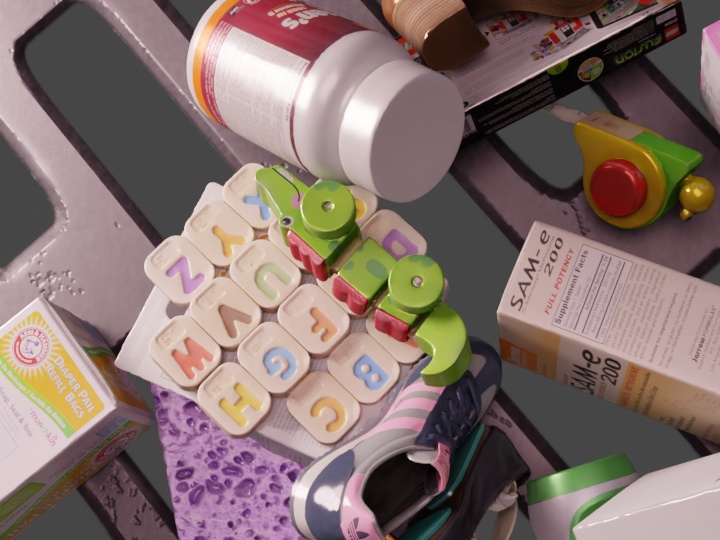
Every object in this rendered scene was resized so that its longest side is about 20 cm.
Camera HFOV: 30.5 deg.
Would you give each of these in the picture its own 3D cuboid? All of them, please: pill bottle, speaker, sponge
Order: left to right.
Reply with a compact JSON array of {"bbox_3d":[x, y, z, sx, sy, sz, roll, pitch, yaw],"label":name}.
[{"bbox_3d":[-0.091,0.130,0.981,0.110,0.030,0.202,-13,78,3],"label":"sponge"},{"bbox_3d":[-0.026,-0.126,0.939,0.199,0.109,0.110,30,85,40],"label":"pill bottle"},{"bbox_3d":[0.178,0.232,0.901,0.088,0.088,0.202,-17,79,4],"label":"speaker"}]

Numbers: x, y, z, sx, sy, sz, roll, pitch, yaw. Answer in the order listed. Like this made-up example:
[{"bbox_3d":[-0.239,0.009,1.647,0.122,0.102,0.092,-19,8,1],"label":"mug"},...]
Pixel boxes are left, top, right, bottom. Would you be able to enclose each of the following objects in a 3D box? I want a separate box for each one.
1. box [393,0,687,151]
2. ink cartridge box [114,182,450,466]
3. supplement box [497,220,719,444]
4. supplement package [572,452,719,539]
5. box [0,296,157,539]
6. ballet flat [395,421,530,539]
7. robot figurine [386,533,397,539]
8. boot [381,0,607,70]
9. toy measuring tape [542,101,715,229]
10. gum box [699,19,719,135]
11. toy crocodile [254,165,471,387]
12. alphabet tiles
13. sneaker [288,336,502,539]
[{"bbox_3d":[0.127,-0.172,0.978,0.199,0.035,0.111,-27,48,3],"label":"box"},{"bbox_3d":[-0.055,0.046,0.966,0.199,0.050,0.163,22,72,11],"label":"ink cartridge box"},{"bbox_3d":[0.197,0.050,0.901,0.198,0.126,0.074,21,75,14],"label":"supplement box"},{"bbox_3d":[0.239,0.221,0.816,0.116,0.117,0.202,-25,85,38],"label":"supplement package"},{"bbox_3d":[-0.264,0.126,0.962,0.200,0.113,0.102,-39,76,-1],"label":"box"},{"bbox_3d":[0.064,0.180,0.890,0.072,0.200,0.074,15,126,23],"label":"ballet flat"},{"bbox_3d":[0.045,0.280,0.918,0.200,0.058,0.145,45,88,8],"label":"robot figurine"},{"bbox_3d":[0.104,-0.239,0.978,0.199,0.077,0.156,-31,43,8],"label":"boot"},{"bbox_3d":[0.168,-0.081,0.975,0.199,0.074,0.074,27,84,28],"label":"toy measuring tape"},{"bbox_3d":[0.297,-0.138,0.896,0.113,0.200,0.067,-29,78,9],"label":"gum box"},{"bbox_3d":[0.000,0.000,0.905,0.200,0.068,0.062,40,76,13],"label":"toy crocodile"},{"bbox_3d":[-0.051,0.020,0.942,0.195,0.015,0.200,43,76,13],"label":"alphabet tiles"},{"bbox_3d":[0.046,0.119,0.890,0.200,0.082,0.071,-42,117,-29],"label":"sneaker"}]
